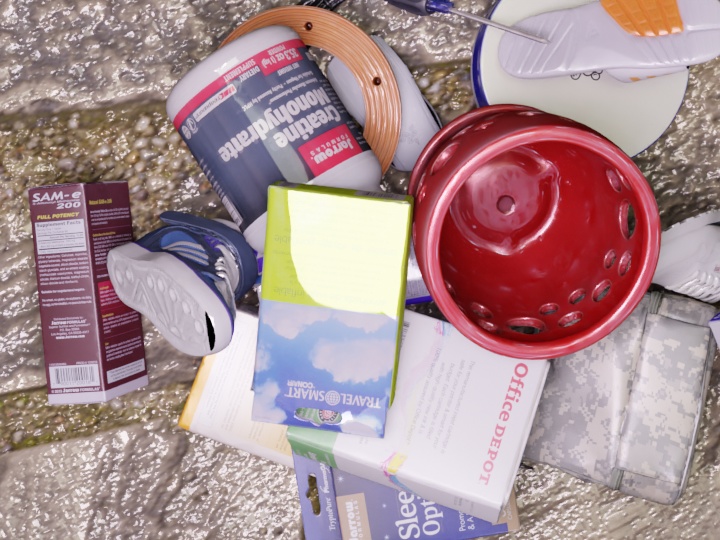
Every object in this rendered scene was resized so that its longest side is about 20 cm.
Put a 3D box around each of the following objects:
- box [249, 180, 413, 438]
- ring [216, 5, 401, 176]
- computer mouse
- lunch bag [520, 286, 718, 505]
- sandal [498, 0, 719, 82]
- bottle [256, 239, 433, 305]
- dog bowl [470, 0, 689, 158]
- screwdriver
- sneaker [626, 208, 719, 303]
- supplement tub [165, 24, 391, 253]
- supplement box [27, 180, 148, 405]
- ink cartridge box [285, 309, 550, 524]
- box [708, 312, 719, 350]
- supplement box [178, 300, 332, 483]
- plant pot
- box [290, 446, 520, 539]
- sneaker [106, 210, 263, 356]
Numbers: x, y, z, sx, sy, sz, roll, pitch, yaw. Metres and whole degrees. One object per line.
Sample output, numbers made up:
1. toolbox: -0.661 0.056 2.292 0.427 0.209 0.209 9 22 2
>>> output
1. box: -0.024 0.032 1.224 0.121 0.048 0.201 7 101 7
2. ring: -0.057 -0.149 1.385 0.200 0.019 0.201 3 104 14
3. computer mouse: 0.010 -0.185 1.395 0.110 0.044 0.200 -37 93 1
4. lunch bag: 0.234 0.104 1.367 0.167 0.139 0.201 13 90 7
5. sandal: 0.229 -0.207 1.316 0.206 0.059 0.079 -4 76 20
6. bottle: 0.000 0.000 1.395 0.199 0.065 0.084 -10 88 0
7. dog bowl: 0.206 -0.192 1.379 0.199 0.079 0.201 0 94 0
8. screwdriver: 0.098 -0.239 1.347 0.200 0.028 0.029 21 63 35
9. sneaker: 0.311 -0.009 1.340 0.076 0.200 0.081 -22 84 45
10. supplement tub: -0.069 -0.104 1.307 0.140 0.140 0.200 -33 87 1
11. supplement box: -0.254 0.018 1.368 0.061 0.109 0.201 -4 93 14
12. ink cartridge box: 0.053 0.120 1.293 0.199 0.088 0.146 17 72 10
13. box: 0.429 0.090 1.330 0.105 0.200 0.184 -19 95 39
14. supplement box: -0.058 0.119 1.396 0.199 0.074 0.126 21 93 -3
15. plant pot: 0.140 -0.047 1.262 0.200 0.183 0.201 -2 109 -5
16. box: 0.041 0.197 1.354 0.199 0.032 0.122 -9 95 -1
17. sneaker: -0.123 0.003 1.302 0.146 0.200 0.081 -18 116 -30
